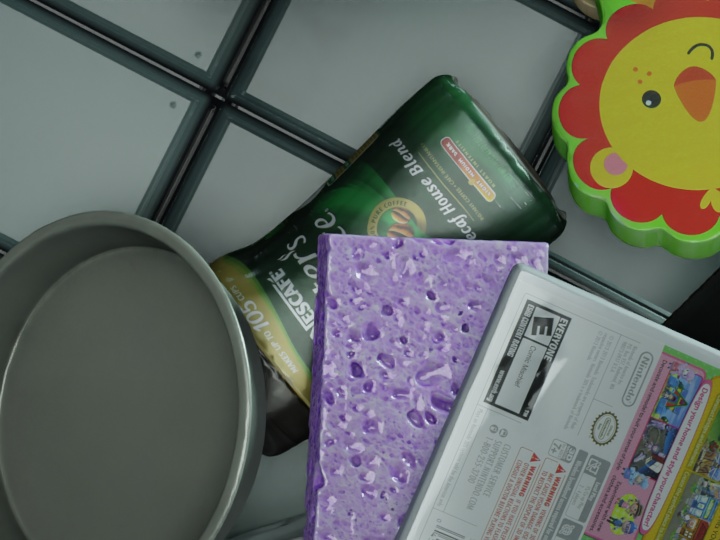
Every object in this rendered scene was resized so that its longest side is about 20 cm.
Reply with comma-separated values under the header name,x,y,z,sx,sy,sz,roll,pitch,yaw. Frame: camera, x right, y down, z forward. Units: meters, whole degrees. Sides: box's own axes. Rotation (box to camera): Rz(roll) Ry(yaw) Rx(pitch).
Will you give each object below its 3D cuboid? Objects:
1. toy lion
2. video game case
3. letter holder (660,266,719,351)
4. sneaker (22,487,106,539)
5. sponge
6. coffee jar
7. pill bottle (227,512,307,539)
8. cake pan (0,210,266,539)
name,x,y,z,sx,sy,sz,roll,pitch,yaw
toy lion,0.189,-0.105,1.185,0.199,0.069,0.193,-14,70,1
video game case,0.115,0.124,1.112,0.181,0.022,0.201,23,92,-5
letter holder,0.191,0.095,1.211,0.200,0.142,0.101,-44,58,1
sneaker,-0.121,0.198,1.232,0.099,0.078,0.201,-17,81,9
sponge,0.030,0.083,1.145,0.111,0.030,0.202,4,87,-13
coffee jar,0.000,0.000,1.212,0.200,0.085,0.104,-40,89,2
pill bottle,-0.003,0.224,1.202,0.113,0.114,0.201,-16,91,2
cake pan,-0.125,0.072,1.176,0.199,0.037,0.202,-6,80,34
